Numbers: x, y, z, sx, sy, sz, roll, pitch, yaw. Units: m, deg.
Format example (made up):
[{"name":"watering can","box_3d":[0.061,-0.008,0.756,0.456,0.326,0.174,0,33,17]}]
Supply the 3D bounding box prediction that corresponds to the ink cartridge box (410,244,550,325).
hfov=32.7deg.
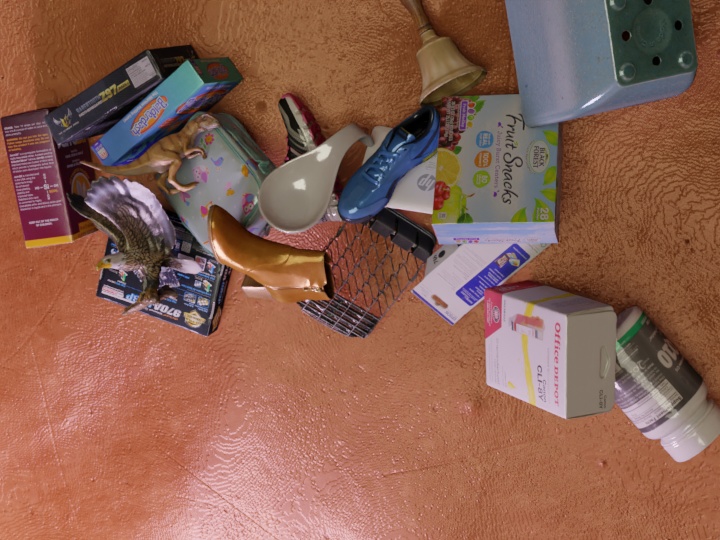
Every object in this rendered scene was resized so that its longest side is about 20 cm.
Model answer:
[{"name":"ink cartridge box","box_3d":[0.170,-0.017,1.741,0.200,0.039,0.099,-41,122,17]}]

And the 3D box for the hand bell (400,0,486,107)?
[{"name":"hand bell","box_3d":[0.087,-0.340,1.705,0.103,0.104,0.202,-28,81,19]}]

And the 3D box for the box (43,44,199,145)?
[{"name":"box","box_3d":[-0.343,-0.258,1.790,0.198,0.158,0.051,-27,93,20]}]

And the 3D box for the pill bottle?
[{"name":"pill bottle","box_3d":[0.406,0.159,1.698,0.113,0.113,0.200,-42,89,19]}]

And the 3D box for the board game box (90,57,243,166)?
[{"name":"board game box","box_3d":[-0.279,-0.230,1.781,0.199,0.152,0.045,-38,88,20]}]

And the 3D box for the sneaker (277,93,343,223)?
[{"name":"sneaker","box_3d":[-0.090,-0.155,1.786,0.086,0.074,0.202,-19,101,12]}]

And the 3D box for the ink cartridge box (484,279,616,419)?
[{"name":"ink cartridge box","box_3d":[0.256,0.105,1.681,0.082,0.199,0.147,-7,102,-26]}]

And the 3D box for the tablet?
[{"name":"tablet","box_3d":[0.099,-0.138,1.728,0.197,0.014,0.132,9,63,14]}]

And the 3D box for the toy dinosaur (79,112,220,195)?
[{"name":"toy dinosaur","box_3d":[-0.285,-0.156,1.742,0.198,0.060,0.107,-29,105,-8]}]

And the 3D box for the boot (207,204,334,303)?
[{"name":"boot","box_3d":[-0.117,-0.025,1.694,0.142,0.072,0.202,-2,144,20]}]

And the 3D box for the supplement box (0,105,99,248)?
[{"name":"supplement box","box_3d":[-0.469,-0.146,1.875,0.084,0.110,0.203,-6,100,16]}]

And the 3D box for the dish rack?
[{"name":"dish rack","box_3d":[0.000,0.000,1.787,0.152,0.055,0.201,31,115,-15]}]

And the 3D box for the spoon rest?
[{"name":"spoon rest","box_3d":[-0.060,-0.135,1.705,0.099,0.061,0.200,39,72,14]}]

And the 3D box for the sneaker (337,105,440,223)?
[{"name":"sneaker","box_3d":[0.037,-0.152,1.693,0.066,0.079,0.200,39,74,23]}]

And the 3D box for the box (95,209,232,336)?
[{"name":"box","box_3d":[-0.299,-0.007,1.892,0.197,0.046,0.161,18,106,11]}]

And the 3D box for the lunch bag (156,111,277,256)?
[{"name":"lunch bag","box_3d":[-0.198,-0.126,1.791,0.200,0.077,0.161,49,115,23]}]

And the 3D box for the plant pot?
[{"name":"plant pot","box_3d":[0.319,-0.293,1.540,0.193,0.200,0.199,-13,100,-16]}]

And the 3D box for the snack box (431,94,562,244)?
[{"name":"snack box","box_3d":[0.188,-0.138,1.662,0.166,0.068,0.203,0,66,14]}]

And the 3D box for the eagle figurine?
[{"name":"eagle figurine","box_3d":[-0.336,-0.043,1.791,0.150,0.151,0.203,-19,92,13]}]
